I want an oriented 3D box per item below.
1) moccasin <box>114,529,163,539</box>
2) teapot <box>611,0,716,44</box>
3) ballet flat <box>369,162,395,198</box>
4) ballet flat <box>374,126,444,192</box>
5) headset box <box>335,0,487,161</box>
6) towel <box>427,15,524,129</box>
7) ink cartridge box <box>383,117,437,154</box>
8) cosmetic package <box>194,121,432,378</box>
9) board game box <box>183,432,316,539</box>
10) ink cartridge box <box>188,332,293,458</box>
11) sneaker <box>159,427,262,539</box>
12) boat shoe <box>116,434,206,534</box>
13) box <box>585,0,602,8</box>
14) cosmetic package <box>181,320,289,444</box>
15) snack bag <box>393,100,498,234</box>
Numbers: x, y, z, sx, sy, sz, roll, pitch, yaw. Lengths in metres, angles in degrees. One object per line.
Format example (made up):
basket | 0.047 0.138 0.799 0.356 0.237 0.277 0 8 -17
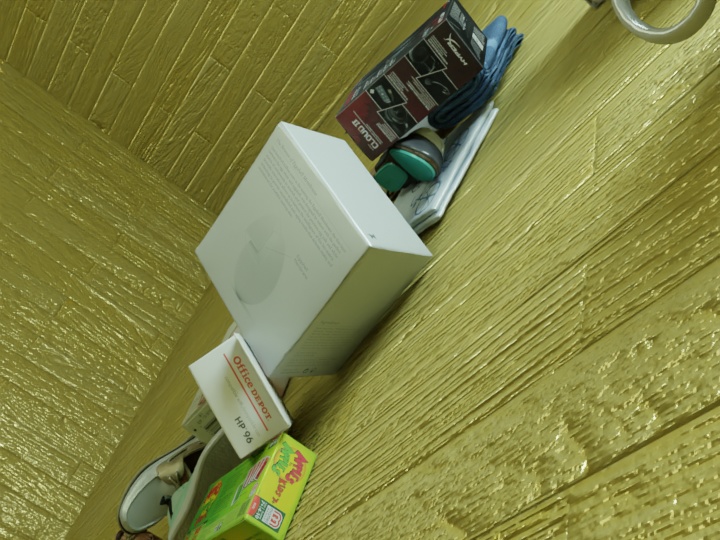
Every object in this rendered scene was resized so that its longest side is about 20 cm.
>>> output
moccasin | -0.324 0.404 1.210 0.074 0.077 0.201 -55 13 -15
teapot | 0.260 -0.248 0.505 0.200 0.193 0.149 65 -165 -72
ballet flat | -0.005 -0.091 1.297 0.201 0.067 0.068 -53 15 19
ballet flat | 0.067 -0.151 1.076 0.074 0.072 0.200 -57 10 -9
headset box | 0.059 -0.235 1.042 0.199 0.077 0.149 -36 16 26
towel | 0.153 -0.261 1.111 0.111 0.048 0.201 -36 17 38
ink cartridge box | 0.075 -0.255 1.293 0.145 0.085 0.200 -36 16 7
cosmetic package | -0.058 -0.021 0.954 0.122 0.201 0.201 4 -48 -50
board game box | -0.128 0.261 0.904 0.200 0.047 0.103 -42 18 47
ink cartridge box | -0.132 0.141 0.939 0.067 0.117 0.200 -31 -6 -8
sneaker | -0.195 0.262 1.081 0.203 0.073 0.118 -59 19 -5
boat shoe | -0.257 0.292 1.179 0.068 0.075 0.200 -9 29 51
box | 0.278 -0.387 0.870 0.200 0.109 0.035 -44 16 43
cosmetic package | -0.162 0.155 1.184 0.087 0.103 0.202 -43 19 36
snack bag | 0.090 -0.111 1.089 0.191 0.021 0.199 -62 14 -27
